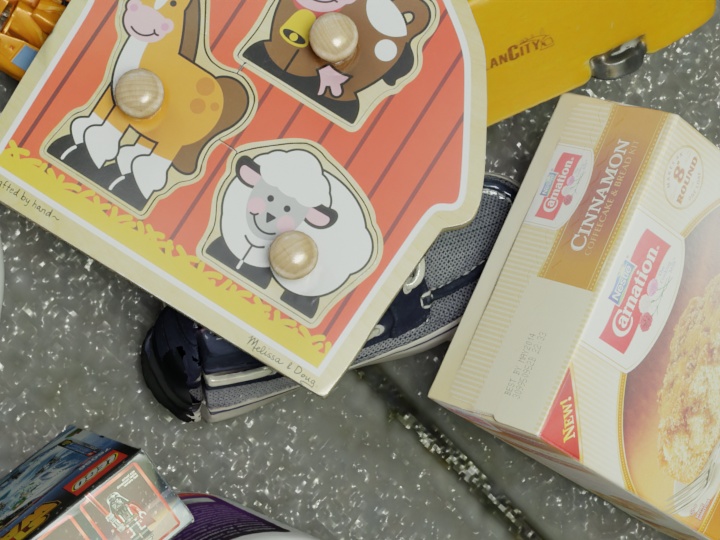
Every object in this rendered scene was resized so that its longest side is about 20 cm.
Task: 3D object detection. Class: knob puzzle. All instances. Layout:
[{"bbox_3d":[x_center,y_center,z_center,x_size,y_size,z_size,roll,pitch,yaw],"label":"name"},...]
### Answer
[{"bbox_3d":[-0.036,-0.078,0.836,0.218,0.030,0.221,0,79,1],"label":"knob puzzle"}]

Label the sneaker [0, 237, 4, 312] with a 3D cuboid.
[{"bbox_3d":[-0.197,0.058,0.857,0.070,0.080,0.201,24,82,-18],"label":"sneaker"}]

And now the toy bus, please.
[{"bbox_3d":[0.064,-0.114,0.920,0.199,0.078,0.065,-24,125,-15],"label":"toy bus"}]

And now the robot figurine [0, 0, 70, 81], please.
[{"bbox_3d":[-0.102,-0.122,0.897,0.199,0.058,0.145,30,82,-19],"label":"robot figurine"}]

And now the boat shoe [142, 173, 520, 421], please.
[{"bbox_3d":[0.000,0.000,0.907,0.199,0.093,0.075,-28,74,-17],"label":"boat shoe"}]

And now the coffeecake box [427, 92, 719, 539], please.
[{"bbox_3d":[0.144,0.033,0.955,0.200,0.073,0.154,31,80,-42],"label":"coffeecake box"}]

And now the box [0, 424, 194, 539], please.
[{"bbox_3d":[-0.171,0.143,0.838,0.200,0.137,0.040,-39,102,-15],"label":"box"}]

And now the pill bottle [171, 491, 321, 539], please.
[{"bbox_3d":[-0.049,0.159,0.852,0.111,0.200,0.112,-1,92,-21],"label":"pill bottle"}]
